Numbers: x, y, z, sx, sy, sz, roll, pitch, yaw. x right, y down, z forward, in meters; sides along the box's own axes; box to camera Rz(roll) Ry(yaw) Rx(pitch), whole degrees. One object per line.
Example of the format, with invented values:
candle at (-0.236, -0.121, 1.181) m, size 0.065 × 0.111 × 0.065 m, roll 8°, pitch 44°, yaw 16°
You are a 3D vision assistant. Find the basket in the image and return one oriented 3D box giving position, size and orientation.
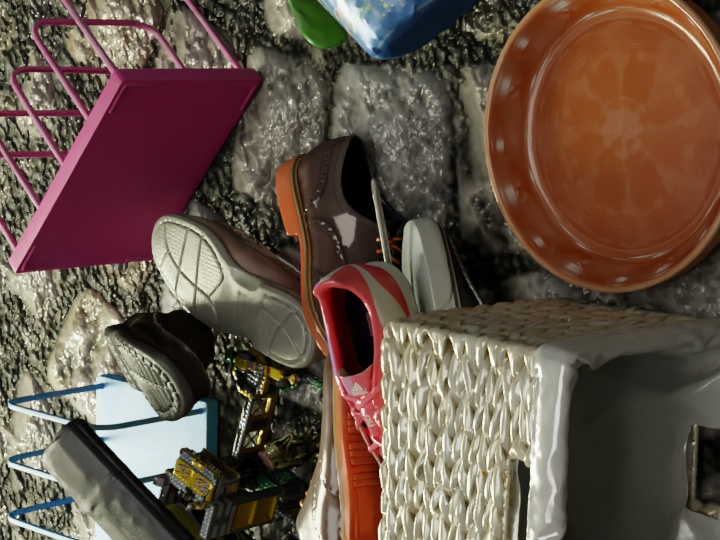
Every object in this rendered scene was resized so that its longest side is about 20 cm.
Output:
basket at (0.125, 0.123, 1.185) m, size 0.160 × 0.199 × 0.200 m, roll 10°, pitch 101°, yaw 44°

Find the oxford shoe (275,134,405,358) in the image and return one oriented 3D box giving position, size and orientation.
oxford shoe at (0.000, 0.000, 1.378) m, size 0.072 × 0.071 × 0.201 m, roll -29°, pitch 76°, yaw 36°

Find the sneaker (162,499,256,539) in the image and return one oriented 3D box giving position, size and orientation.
sneaker at (-0.095, 0.252, 1.499) m, size 0.074 × 0.085 × 0.201 m, roll -21°, pitch 99°, yaw 36°

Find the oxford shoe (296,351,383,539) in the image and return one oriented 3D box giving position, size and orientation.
oxford shoe at (-0.016, 0.146, 1.324) m, size 0.073 × 0.071 × 0.201 m, roll -11°, pitch 75°, yaw 37°

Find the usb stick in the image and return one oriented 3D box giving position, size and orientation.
usb stick at (-0.160, 0.193, 1.442) m, size 0.200 × 0.033 × 0.056 m, roll 45°, pitch 124°, yaw 9°

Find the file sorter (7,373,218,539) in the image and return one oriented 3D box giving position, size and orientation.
file sorter at (-0.206, 0.200, 1.560) m, size 0.138 × 0.122 × 0.201 m, roll 10°, pitch 102°, yaw 43°

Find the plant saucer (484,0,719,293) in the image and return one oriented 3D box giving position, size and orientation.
plant saucer at (0.164, -0.087, 1.236) m, size 0.200 × 0.032 × 0.202 m, roll 6°, pitch 99°, yaw 42°

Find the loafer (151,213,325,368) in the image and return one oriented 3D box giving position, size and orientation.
loafer at (-0.080, 0.014, 1.464) m, size 0.200 × 0.063 × 0.072 m, roll 33°, pitch 122°, yaw 39°

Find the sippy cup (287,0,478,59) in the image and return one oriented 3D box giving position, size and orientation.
sippy cup at (0.015, -0.218, 1.303) m, size 0.139 × 0.178 × 0.131 m, roll -32°, pitch 81°, yaw -5°

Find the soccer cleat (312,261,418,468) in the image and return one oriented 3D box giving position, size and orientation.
soccer cleat at (0.018, 0.092, 1.266) m, size 0.068 × 0.073 × 0.201 m, roll -21°, pitch 81°, yaw 32°

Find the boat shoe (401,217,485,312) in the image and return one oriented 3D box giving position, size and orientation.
boat shoe at (0.077, 0.059, 1.316) m, size 0.071 × 0.063 × 0.201 m, roll 166°, pitch 89°, yaw -76°

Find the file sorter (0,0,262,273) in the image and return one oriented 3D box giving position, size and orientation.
file sorter at (-0.201, -0.116, 1.505) m, size 0.126 × 0.139 × 0.200 m, roll 54°, pitch 127°, yaw 26°

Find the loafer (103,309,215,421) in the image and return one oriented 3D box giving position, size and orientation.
loafer at (-0.146, 0.058, 1.473) m, size 0.073 × 0.071 × 0.200 m, roll 63°, pitch 168°, yaw -16°

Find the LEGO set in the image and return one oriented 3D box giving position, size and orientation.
LEGO set at (-0.063, 0.147, 1.419) m, size 0.200 × 0.116 × 0.154 m, roll 41°, pitch 121°, yaw 32°

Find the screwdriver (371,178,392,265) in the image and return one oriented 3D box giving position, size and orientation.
screwdriver at (0.030, 0.036, 1.317) m, size 0.028 × 0.029 × 0.201 m, roll -167°, pitch 71°, yaw -74°
